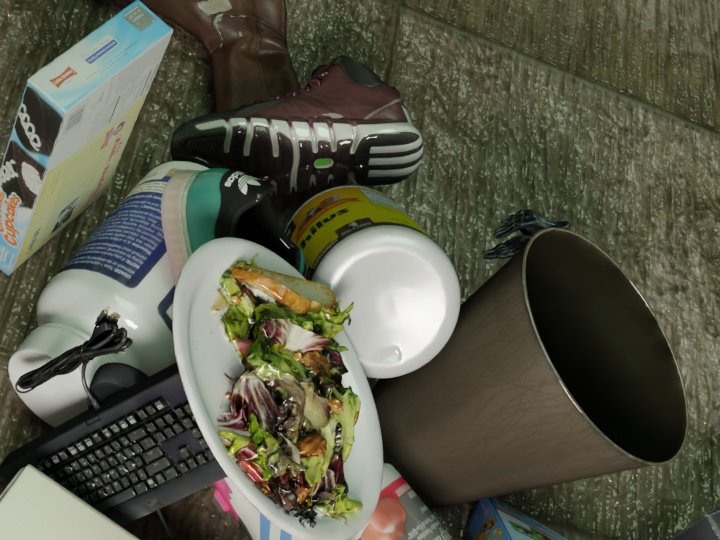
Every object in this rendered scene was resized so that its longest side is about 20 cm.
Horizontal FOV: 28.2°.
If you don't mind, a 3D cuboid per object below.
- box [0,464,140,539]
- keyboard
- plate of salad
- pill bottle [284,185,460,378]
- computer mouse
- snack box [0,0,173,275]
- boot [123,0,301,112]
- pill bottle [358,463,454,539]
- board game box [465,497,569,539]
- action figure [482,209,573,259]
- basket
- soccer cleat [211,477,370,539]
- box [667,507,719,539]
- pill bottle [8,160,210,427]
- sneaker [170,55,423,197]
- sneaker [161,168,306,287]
[{"bbox_3d":[-0.158,0.221,0.908,0.200,0.095,0.078,34,53,-1],"label":"box"},{"bbox_3d":[-0.162,0.099,0.905,0.127,0.200,0.021,58,33,-5],"label":"keyboard"},{"bbox_3d":[-0.039,0.067,0.876,0.200,0.048,0.201,42,33,-36],"label":"plate of salad"},{"bbox_3d":[0.000,0.000,1.069,0.109,0.110,0.200,18,10,-15],"label":"pill bottle"},{"bbox_3d":[-0.128,0.147,0.948,0.034,0.058,0.201,-47,126,-55],"label":"computer mouse"},{"bbox_3d":[-0.206,-0.091,1.018,0.037,0.200,0.116,39,50,4],"label":"snack box"},{"bbox_3d":[-0.129,-0.175,1.209,0.186,0.064,0.201,-1,64,-24],"label":"boot"},{"bbox_3d":[0.040,0.241,0.983,0.111,0.111,0.200,-32,77,-38],"label":"pill bottle"},{"bbox_3d":[0.157,0.232,1.011,0.151,0.200,0.037,30,93,-6],"label":"board game box"},{"bbox_3d":[0.151,0.055,1.168,0.119,0.102,0.201,-75,148,-65],"label":"action figure"},{"bbox_3d":[0.107,0.089,1.044,0.136,0.200,0.181,-32,90,-48],"label":"basket"},{"bbox_3d":[-0.045,0.149,0.927,0.086,0.070,0.200,-30,70,-1],"label":"soccer cleat"},{"bbox_3d":[0.315,0.279,1.088,0.106,0.122,0.201,-15,67,-33],"label":"box"},{"bbox_3d":[-0.160,0.022,1.026,0.111,0.111,0.200,36,50,-1],"label":"pill bottle"},{"bbox_3d":[-0.055,-0.122,1.156,0.199,0.076,0.116,0,47,-11],"label":"sneaker"},{"bbox_3d":[-0.074,0.026,0.980,0.071,0.080,0.201,-45,129,-47],"label":"sneaker"}]
